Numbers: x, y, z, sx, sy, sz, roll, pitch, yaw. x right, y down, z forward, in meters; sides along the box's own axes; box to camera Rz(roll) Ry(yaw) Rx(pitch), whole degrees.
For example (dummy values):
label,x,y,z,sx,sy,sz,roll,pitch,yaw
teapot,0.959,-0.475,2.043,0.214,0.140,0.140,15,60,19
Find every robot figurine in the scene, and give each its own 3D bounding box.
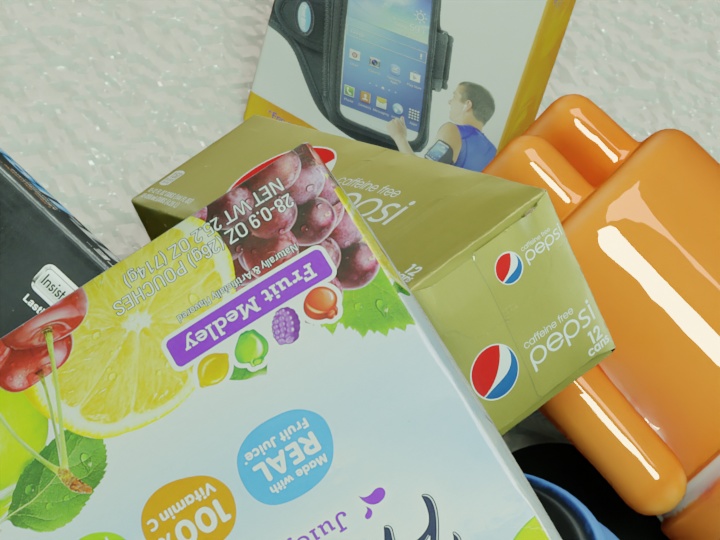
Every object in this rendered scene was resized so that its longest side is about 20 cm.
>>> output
label,x,y,z,sx,sy,sz,roll,pitch,yaw
robot figurine,0.123,0.027,1.118,0.117,0.144,0.200,-44,87,2

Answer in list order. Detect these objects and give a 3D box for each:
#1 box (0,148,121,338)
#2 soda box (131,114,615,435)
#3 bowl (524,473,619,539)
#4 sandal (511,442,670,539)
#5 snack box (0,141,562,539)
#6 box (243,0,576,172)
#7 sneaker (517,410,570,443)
label,x,y,z,sx,sy,sz,roll,pitch,yaw
box,-0.174,0.044,0.989,0.200,0.199,0.050,43,5,7
soda box,0.000,0.000,1.055,0.064,0.068,0.200,-36,26,-22
bowl,0.004,0.140,1.003,0.200,0.039,0.201,-22,28,13
sandal,0.119,0.131,1.128,0.075,0.045,0.200,-19,54,-34
snack box,-0.031,0.090,0.879,0.169,0.068,0.200,-33,63,2
box,0.027,-0.116,1.239,0.119,0.200,0.041,30,45,15
sneaker,0.062,0.002,1.230,0.200,0.074,0.116,23,41,-7
